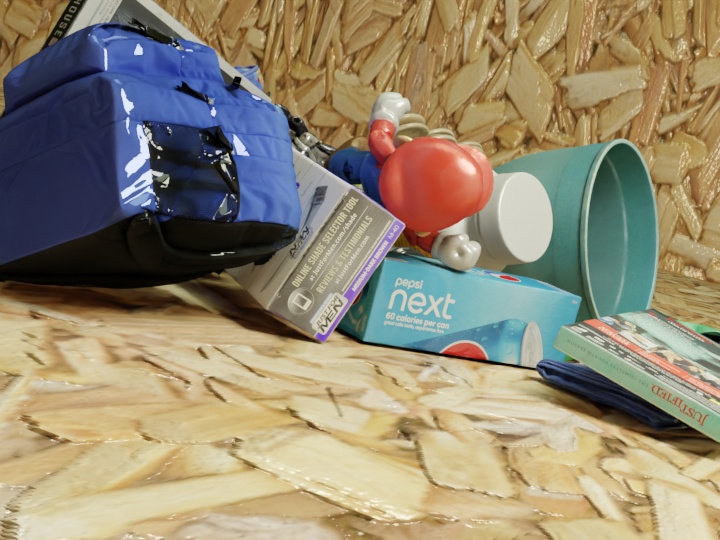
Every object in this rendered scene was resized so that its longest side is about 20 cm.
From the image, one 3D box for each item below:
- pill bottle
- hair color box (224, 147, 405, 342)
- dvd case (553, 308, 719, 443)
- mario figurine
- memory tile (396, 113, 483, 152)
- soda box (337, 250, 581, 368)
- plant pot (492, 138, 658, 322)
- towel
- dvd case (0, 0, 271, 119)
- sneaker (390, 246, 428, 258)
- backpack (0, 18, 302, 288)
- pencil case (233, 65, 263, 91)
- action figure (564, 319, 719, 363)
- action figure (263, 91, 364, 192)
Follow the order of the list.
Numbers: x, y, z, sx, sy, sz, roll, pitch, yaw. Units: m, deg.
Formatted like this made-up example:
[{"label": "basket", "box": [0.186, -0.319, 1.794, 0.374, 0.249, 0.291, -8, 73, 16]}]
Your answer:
[{"label": "pill bottle", "box": [0.077, -0.042, 1.330, 0.200, 0.111, 0.111, -5, -9, 44]}, {"label": "hair color box", "box": [-0.058, -0.035, 1.097, 0.065, 0.109, 0.200, 33, 2, -31]}, {"label": "dvd case", "box": [0.247, 0.075, 1.069, 0.146, 0.022, 0.200, 30, 18, 25]}, {"label": "mario figurine", "box": [0.050, -0.071, 1.130, 0.123, 0.106, 0.200, 38, -12, -21]}, {"label": "memory tile", "box": [0.018, -0.089, 1.446, 0.200, 0.017, 0.153, -34, -28, 30]}, {"label": "soda box", "box": [0.079, 0.032, 1.146, 0.200, 0.068, 0.064, 11, 8, -31]}, {"label": "plant pot", "box": [0.180, -0.028, 1.430, 0.188, 0.201, 0.200, 0, -2, 31]}, {"label": "towel", "box": [0.252, 0.106, 1.119, 0.200, 0.024, 0.145, 12, 5, -37]}, {"label": "dvd case", "box": [-0.167, -0.116, 1.068, 0.025, 0.151, 0.200, 24, -8, 42]}, {"label": "sneaker", "box": [0.000, 0.000, 1.216, 0.200, 0.074, 0.087, 17, -1, -24]}, {"label": "backpack", "box": [-0.137, -0.074, 0.972, 0.162, 0.168, 0.200, -10, -11, 38]}, {"label": "pencil case", "box": [-0.115, -0.119, 1.486, 0.078, 0.200, 0.087, -12, 23, 17]}, {"label": "action figure", "box": [0.262, 0.069, 1.222, 0.199, 0.055, 0.118, 1, -11, -4]}, {"label": "action figure", "box": [-0.063, -0.093, 1.304, 0.200, 0.119, 0.102, 19, -29, 31]}]
